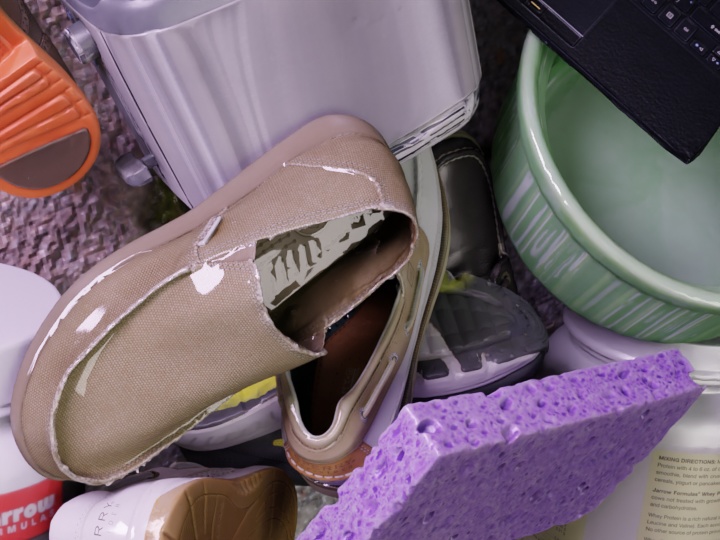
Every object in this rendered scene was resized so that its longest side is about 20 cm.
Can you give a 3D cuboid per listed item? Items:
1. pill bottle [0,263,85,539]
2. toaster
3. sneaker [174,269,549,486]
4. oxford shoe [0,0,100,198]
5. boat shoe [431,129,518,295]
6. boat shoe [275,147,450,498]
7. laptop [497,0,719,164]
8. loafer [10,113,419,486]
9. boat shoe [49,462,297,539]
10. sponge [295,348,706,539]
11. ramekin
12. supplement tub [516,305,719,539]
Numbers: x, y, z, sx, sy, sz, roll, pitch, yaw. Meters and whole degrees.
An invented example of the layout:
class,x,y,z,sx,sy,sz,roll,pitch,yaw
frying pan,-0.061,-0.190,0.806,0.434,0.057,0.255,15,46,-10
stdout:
class,x,y,z,sx,sy,sz,roll,pitch,yaw
pill bottle,-0.178,0.106,0.730,0.113,0.114,0.201,-9,116,-29
toaster,-0.028,-0.110,0.730,0.199,0.114,0.130,-29,128,-16
sneaker,-0.001,0.061,0.834,0.199,0.075,0.085,-12,136,5
oxford shoe,-0.178,-0.115,0.654,0.071,0.073,0.200,-30,132,0
boat shoe,0.057,0.025,0.874,0.071,0.066,0.202,-15,119,-26
boat shoe,0.000,0.000,0.765,0.068,0.074,0.201,64,26,-65
laptop,0.157,-0.188,0.759,0.177,0.103,0.200,42,68,4
loafer,-0.056,0.015,0.668,0.200,0.067,0.076,-44,128,-6
boat shoe,-0.082,0.119,0.761,0.200,0.069,0.071,41,56,-71
sponge,0.069,0.093,0.780,0.199,0.030,0.112,-7,143,-44
ramekin,0.161,-0.061,0.825,0.198,0.098,0.201,4,70,-12
supplement tub,0.165,0.108,0.932,0.144,0.145,0.201,-7,115,-30
